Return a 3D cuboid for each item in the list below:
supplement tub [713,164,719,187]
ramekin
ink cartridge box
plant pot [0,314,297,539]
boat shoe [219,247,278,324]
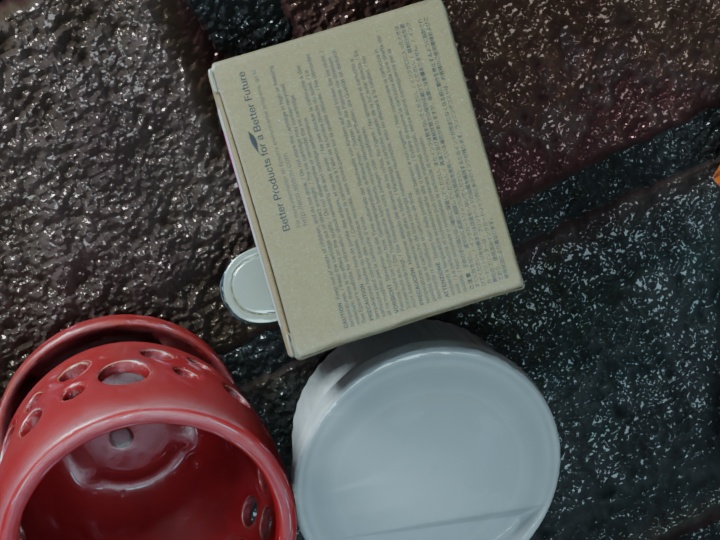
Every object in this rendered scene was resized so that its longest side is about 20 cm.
[{"bbox_3d":[0.342,-0.119,1.340,0.122,0.123,0.201,29,105,-23],"label":"supplement tub"},{"bbox_3d":[0.039,0.129,1.400,0.200,0.094,0.204,-5,114,-11],"label":"ramekin"},{"bbox_3d":[0.002,-0.060,1.277,0.163,0.075,0.202,-16,92,-4],"label":"ink cartridge box"},{"bbox_3d":[-0.153,0.141,1.312,0.198,0.183,0.202,-5,115,-10],"label":"plant pot"},{"bbox_3d":[0.000,0.000,1.345,0.198,0.062,0.076,-15,92,-6],"label":"boat shoe"}]
